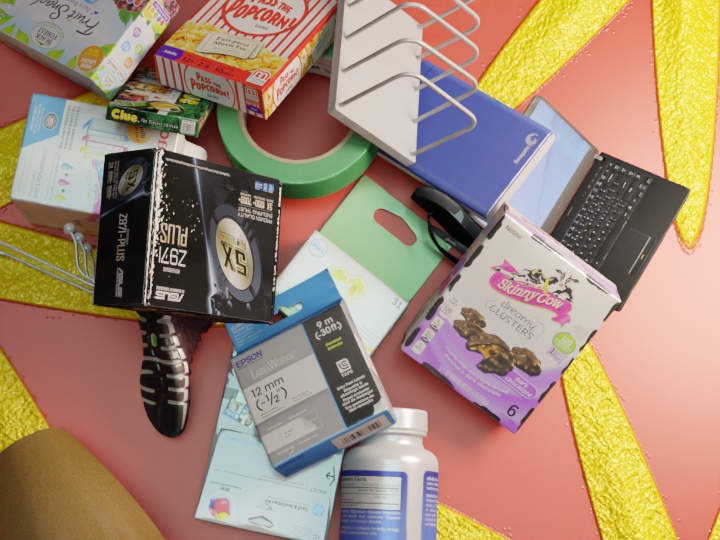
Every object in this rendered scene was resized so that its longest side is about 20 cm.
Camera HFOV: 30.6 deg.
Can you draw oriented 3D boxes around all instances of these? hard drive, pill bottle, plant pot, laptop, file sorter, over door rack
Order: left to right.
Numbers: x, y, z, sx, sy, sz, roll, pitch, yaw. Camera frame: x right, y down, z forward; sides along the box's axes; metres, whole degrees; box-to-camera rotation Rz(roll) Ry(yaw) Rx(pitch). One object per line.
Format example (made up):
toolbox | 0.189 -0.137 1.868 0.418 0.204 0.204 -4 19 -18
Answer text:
over door rack | -0.353 -0.017 1.494 0.198 0.148 0.067 13 81 -2
plant pot | -0.321 0.280 1.438 0.185 0.187 0.201 -29 70 -8
pill bottle | 0.032 0.259 1.485 0.111 0.112 0.203 3 78 -3
file sorter | 0.058 -0.254 1.515 0.138 0.124 0.202 29 54 -39
hard drive | 0.114 -0.157 1.572 0.199 0.025 0.132 34 79 27
laptop | 0.258 -0.082 1.562 0.199 0.103 0.178 28 79 29

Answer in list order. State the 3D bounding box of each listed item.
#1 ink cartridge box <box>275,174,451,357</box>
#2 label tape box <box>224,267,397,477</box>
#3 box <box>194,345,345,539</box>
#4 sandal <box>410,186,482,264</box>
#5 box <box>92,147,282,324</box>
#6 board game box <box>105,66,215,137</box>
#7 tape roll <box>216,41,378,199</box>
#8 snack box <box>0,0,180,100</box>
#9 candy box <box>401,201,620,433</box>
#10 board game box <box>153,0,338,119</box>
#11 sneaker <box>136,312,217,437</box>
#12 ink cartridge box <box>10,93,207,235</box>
ink cartridge box | 0.000 0.000 1.565 0.145 0.048 0.201 37 81 3
label tape box | -0.065 0.106 1.466 0.142 0.066 0.202 -27 69 4
box | -0.095 0.203 1.523 0.154 0.041 0.202 11 78 0
sandal | 0.130 -0.021 1.559 0.043 0.076 0.200 -42 87 -10
box | -0.184 -0.032 1.433 0.085 0.199 0.166 -1 81 39
board game box | -0.223 -0.197 1.520 0.104 0.200 0.024 12 110 -4
tape roll | -0.071 -0.186 1.576 0.198 0.048 0.203 -1 70 3
snack box | -0.330 -0.301 1.556 0.199 0.053 0.143 28 78 31
candy box | 0.171 0.053 1.505 0.167 0.072 0.201 36 105 -3
board game box | -0.124 -0.272 1.546 0.150 0.047 0.201 20 51 21
sneaker | -0.195 0.086 1.527 0.115 0.075 0.203 -17 110 -46
ink cartridge box | -0.285 -0.111 1.527 0.197 0.125 0.130 10 79 -1
